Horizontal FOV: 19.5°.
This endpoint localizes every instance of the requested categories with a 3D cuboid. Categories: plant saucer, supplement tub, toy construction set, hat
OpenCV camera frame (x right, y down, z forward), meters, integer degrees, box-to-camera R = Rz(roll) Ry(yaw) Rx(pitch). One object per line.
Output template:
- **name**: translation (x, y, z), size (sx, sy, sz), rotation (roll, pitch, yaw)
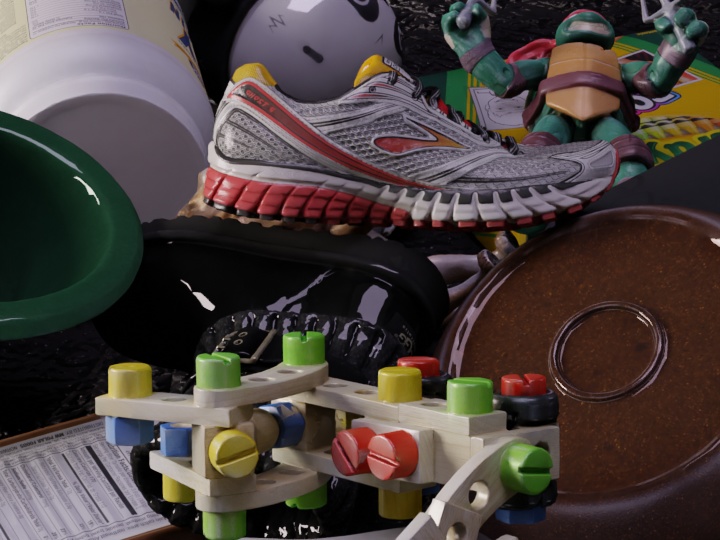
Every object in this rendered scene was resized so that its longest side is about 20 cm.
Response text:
- **plant saucer**: translation (0.114, 0.044, 0.941), size (0.199, 0.035, 0.201), rotation (-14, 49, 16)
- **supplement tub**: translation (-0.161, -0.093, 1.227), size (0.144, 0.146, 0.200), rotation (-6, 32, -10)
- **toy construction set**: translation (0.001, 0.076, 0.809), size (0.130, 0.093, 0.199), rotation (-5, 23, -40)
- **hat**: translation (-0.218, 0.029, 1.059), size (0.199, 0.177, 0.165), rotation (34, 40, 19)

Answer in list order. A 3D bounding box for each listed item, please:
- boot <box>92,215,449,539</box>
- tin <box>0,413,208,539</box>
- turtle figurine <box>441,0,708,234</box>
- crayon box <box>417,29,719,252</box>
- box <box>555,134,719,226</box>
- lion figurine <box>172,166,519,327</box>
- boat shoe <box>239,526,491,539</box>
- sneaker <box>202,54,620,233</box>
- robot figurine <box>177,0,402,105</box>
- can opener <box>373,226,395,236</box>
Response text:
- **boot**: translation (-0.072, 0.053, 0.987), size (0.210, 0.080, 0.158), rotation (-1, 43, 34)
- **tin**: translation (-0.144, 0.119, 0.986), size (0.199, 0.042, 0.112), rotation (-15, 39, -24)
- **turtle figurine**: translation (0.127, -0.106, 1.188), size (0.148, 0.101, 0.201), rotation (-9, 47, 13)
- **crayon box**: translation (0.146, -0.075, 1.283), size (0.198, 0.059, 0.173), rotation (-13, 34, -21)
- **box**: translation (0.214, 0.016, 1.071), size (0.199, 0.125, 0.148), rotation (-25, 38, -34)
- **lion figurine**: translation (0.000, 0.000, 1.105), size (0.122, 0.200, 0.073), rotation (-38, 34, 19)
- **boat shoe**: translation (-0.034, 0.155, 0.859), size (0.198, 0.070, 0.066), rotation (-9, 27, 19)
- **sneaker**: translation (0.026, -0.060, 0.994), size (0.198, 0.083, 0.078), rotation (4, 2, -5)
- **robot figurine**: translation (-0.056, -0.160, 1.351), size (0.149, 0.126, 0.200), rotation (-14, 35, -28)
- **can opener**: translation (-0.020, -0.017, 1.208), size (0.053, 0.067, 0.200), rotation (39, 46, 0)
